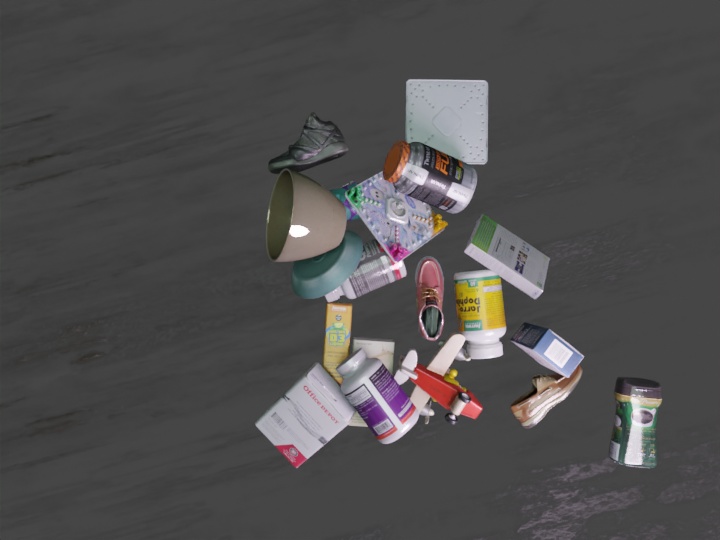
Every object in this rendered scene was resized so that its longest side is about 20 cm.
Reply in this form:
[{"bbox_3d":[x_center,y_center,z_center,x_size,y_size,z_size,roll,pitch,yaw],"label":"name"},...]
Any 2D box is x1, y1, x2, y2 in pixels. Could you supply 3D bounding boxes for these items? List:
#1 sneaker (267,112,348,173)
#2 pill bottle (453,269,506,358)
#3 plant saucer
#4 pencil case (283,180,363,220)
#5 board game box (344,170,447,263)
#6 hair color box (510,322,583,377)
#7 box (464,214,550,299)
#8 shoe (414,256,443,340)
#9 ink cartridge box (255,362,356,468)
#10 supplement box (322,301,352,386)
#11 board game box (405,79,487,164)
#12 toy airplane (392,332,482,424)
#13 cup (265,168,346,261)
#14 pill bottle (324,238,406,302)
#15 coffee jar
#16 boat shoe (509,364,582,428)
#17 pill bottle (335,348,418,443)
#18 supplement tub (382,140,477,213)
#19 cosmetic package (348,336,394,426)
[{"bbox_3d":[-0.139,-0.305,1.443,0.198,0.076,0.115,-21,87,-4],"label":"sneaker"},{"bbox_3d":[0.283,0.101,1.412,0.111,0.113,0.203,-6,89,0],"label":"pill bottle"},{"bbox_3d":[-0.087,-0.026,1.383,0.200,0.200,0.036,-40,127,-1],"label":"plant saucer"},{"bbox_3d":[-0.088,-0.158,1.433,0.197,0.085,0.094,-7,89,0],"label":"pencil case"},{"bbox_3d":[0.089,-0.143,1.400,0.199,0.026,0.201,-34,86,-38],"label":"board game box"},{"bbox_3d":[0.420,0.176,1.366,0.100,0.200,0.061,38,89,1],"label":"hair color box"},{"bbox_3d":[0.347,-0.036,1.408,0.199,0.145,0.036,35,130,0],"label":"box"},{"bbox_3d":[0.168,0.066,1.423,0.071,0.091,0.203,0,89,0],"label":"shoe"},{"bbox_3d":[-0.124,0.334,1.385,0.145,0.083,0.200,46,114,2],"label":"ink cartridge box"},{"bbox_3d":[-0.057,0.178,1.434,0.066,0.069,0.203,3,87,-1],"label":"supplement box"},{"bbox_3d":[0.209,-0.360,1.460,0.197,0.026,0.203,1,88,0],"label":"board game box"},{"bbox_3d":[0.172,0.256,1.397,0.198,0.141,0.201,-14,92,22],"label":"toy airplane"},{"bbox_3d":[-0.114,-0.112,1.318,0.142,0.200,0.203,7,88,-24],"label":"cup"},{"bbox_3d":[0.000,0.000,1.416,0.198,0.111,0.112,-23,89,-1],"label":"pill bottle"},{"bbox_3d":[0.651,0.356,1.419,0.103,0.085,0.203,6,90,3],"label":"coffee jar"},{"bbox_3d":[0.441,0.285,1.428,0.200,0.076,0.074,-44,86,-2],"label":"boat shoe"},{"bbox_3d":[0.033,0.276,1.337,0.112,0.112,0.201,-37,89,-1],"label":"pill bottle"},{"bbox_3d":[0.159,-0.219,1.387,0.198,0.122,0.124,18,88,-22],"label":"supplement tub"},{"bbox_3d":[0.025,0.265,1.429,0.102,0.073,0.203,3,90,0],"label":"cosmetic package"}]
